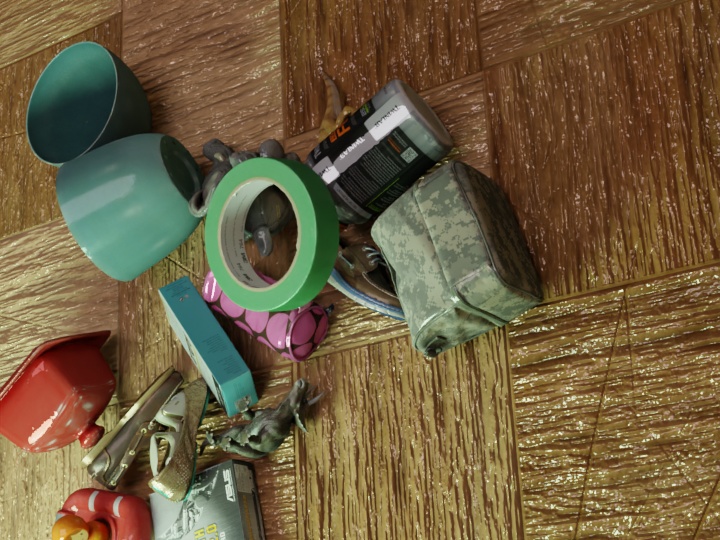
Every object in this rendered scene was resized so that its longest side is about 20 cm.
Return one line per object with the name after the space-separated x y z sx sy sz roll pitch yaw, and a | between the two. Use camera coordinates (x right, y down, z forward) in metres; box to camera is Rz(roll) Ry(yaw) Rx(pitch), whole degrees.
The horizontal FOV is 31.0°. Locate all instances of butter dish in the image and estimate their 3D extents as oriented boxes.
-0.439 0.202 1.924 0.148 0.200 0.200 46 105 11 | butter dish

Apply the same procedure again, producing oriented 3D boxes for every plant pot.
-0.321 -0.108 1.908 0.161 0.200 0.201 -27 62 17 | plant pot
-0.408 -0.241 2.042 0.200 0.135 0.201 -11 69 32 | plant pot

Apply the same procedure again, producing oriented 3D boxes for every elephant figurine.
-0.177 -0.109 1.859 0.200 0.155 0.142 -6 116 45 | elephant figurine

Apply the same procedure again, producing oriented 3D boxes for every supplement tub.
0.013 -0.146 1.711 0.200 0.122 0.123 -40 57 14 | supplement tub

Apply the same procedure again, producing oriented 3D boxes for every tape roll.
-0.118 -0.047 1.694 0.200 0.048 0.201 0 90 39 | tape roll

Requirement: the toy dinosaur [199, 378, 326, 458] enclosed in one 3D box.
-0.140 0.223 1.741 0.200 0.102 0.077 -43 48 29 | toy dinosaur

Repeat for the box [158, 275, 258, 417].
-0.215 0.105 1.826 0.049 0.082 0.200 -27 55 -15 | box

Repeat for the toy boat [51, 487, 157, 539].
-0.380 0.376 1.837 0.199 0.131 0.131 1 77 37 | toy boat

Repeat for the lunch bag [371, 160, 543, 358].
0.108 -0.013 1.598 0.167 0.139 0.201 -32 59 23 | lunch bag

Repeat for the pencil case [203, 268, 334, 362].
-0.133 0.043 1.786 0.200 0.094 0.091 27 55 36 | pencil case

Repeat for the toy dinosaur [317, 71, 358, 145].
-0.035 -0.204 1.810 0.106 0.060 0.201 -6 73 36 | toy dinosaur

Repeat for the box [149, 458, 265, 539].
-0.204 0.377 1.763 0.158 0.048 0.201 -25 63 27 | box

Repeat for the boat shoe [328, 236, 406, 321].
0.000 0.000 1.715 0.200 0.072 0.073 31 94 38 | boat shoe

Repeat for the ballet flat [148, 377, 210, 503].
-0.254 0.223 1.795 0.071 0.065 0.200 -48 28 41 | ballet flat

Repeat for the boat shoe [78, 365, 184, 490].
-0.319 0.230 1.883 0.070 0.070 0.200 41 95 -1 | boat shoe
